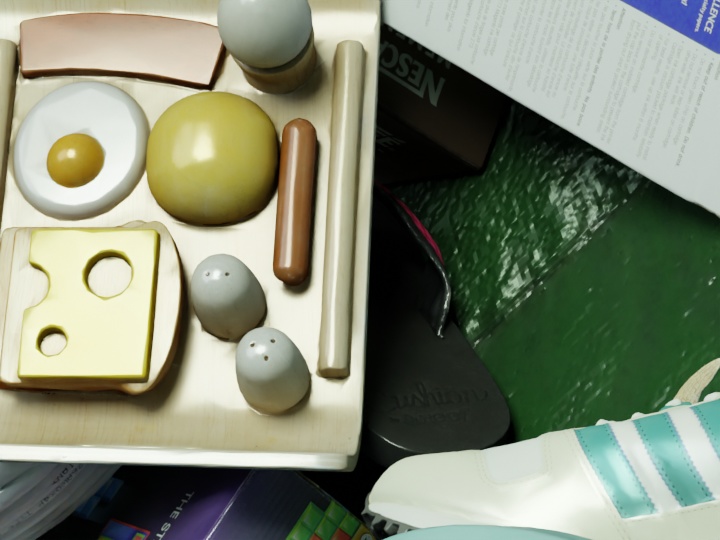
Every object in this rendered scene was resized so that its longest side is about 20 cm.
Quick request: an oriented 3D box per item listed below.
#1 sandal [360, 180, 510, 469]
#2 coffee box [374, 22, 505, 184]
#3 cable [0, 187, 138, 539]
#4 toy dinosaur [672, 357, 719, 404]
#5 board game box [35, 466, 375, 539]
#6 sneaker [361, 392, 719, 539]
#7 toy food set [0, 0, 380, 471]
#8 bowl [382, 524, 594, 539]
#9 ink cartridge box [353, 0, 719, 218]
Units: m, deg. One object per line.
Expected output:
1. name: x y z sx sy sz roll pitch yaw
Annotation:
1. sandal: 0.000 0.000 0.885 0.200 0.075 0.045 -127 35 -50
2. coffee box: -0.041 -0.088 0.984 0.200 0.113 0.080 -7 59 54
3. cable: -0.159 0.018 0.897 0.200 0.069 0.200 -46 56 -3
4. toy dinosaur: 0.052 0.117 0.752 0.101 0.058 0.201 17 79 42
5. board game box: -0.102 0.150 0.863 0.200 0.057 0.165 -56 22 -14
6. sneaker: 0.098 0.064 0.677 0.199 0.070 0.094 5 53 36
7. toy food set: -0.069 -0.029 0.813 0.143 0.060 0.201 0 68 7
8. bowl: 0.039 0.141 0.626 0.201 0.201 0.105 -25 26 43
9. ink cartridge box: 0.078 -0.096 0.814 0.200 0.037 0.095 35 124 32
